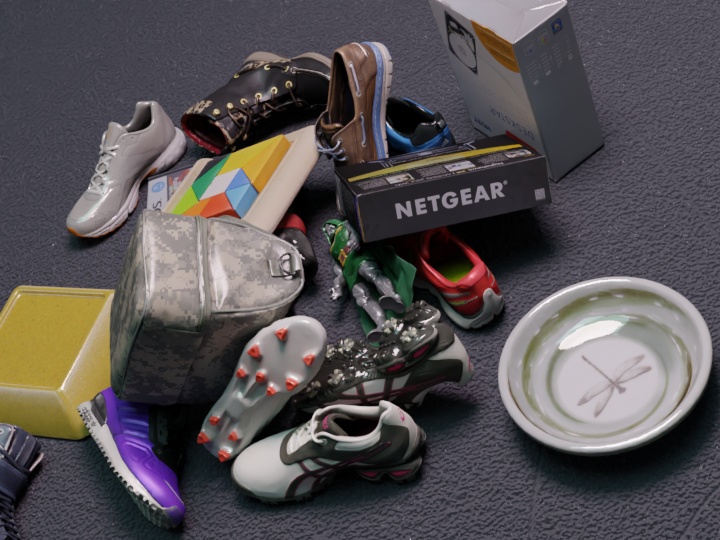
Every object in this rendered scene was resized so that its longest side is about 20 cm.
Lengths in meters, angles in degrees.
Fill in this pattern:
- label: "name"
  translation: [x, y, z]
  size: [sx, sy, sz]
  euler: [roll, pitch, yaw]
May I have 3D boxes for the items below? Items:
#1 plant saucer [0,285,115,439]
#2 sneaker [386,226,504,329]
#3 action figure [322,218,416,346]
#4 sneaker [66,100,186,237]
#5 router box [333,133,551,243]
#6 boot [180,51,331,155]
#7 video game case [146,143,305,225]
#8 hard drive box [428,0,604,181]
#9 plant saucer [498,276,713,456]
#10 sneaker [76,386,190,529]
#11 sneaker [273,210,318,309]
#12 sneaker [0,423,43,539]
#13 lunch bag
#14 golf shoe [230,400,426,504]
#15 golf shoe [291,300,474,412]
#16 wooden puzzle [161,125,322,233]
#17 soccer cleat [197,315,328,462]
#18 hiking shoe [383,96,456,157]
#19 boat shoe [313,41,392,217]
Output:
- label: "plant saucer"
  translation: [-0.356, 0.089, 1.554]
  size: [0.198, 0.049, 0.201]
  euler: [1, 50, 27]
- label: "sneaker"
  translation: [0.078, -0.023, 1.427]
  size: [0.077, 0.085, 0.200]
  euler: [-38, 45, -13]
- label: "action figure"
  translation: [0.000, 0.000, 1.445]
  size: [0.054, 0.119, 0.200]
  euler: [9, 26, -24]
- label: "sneaker"
  translation: [-0.306, -0.131, 1.702]
  size: [0.075, 0.092, 0.201]
  euler: [16, 58, 36]
- label: "router box"
  translation: [0.082, -0.089, 1.431]
  size: [0.198, 0.053, 0.157]
  euler: [-12, 16, -6]
- label: "boot"
  translation: [-0.117, -0.203, 1.677]
  size: [0.199, 0.074, 0.150]
  euler: [18, 50, 43]
- label: "video game case"
  translation: [-0.163, -0.070, 1.627]
  size: [0.198, 0.026, 0.182]
  euler: [-16, 45, 11]
- label: "hard drive box"
  translation: [0.169, -0.218, 1.483]
  size: [0.077, 0.201, 0.156]
  euler: [-38, 44, -11]
- label: "plant saucer"
  translation: [0.228, 0.096, 1.272]
  size: [0.198, 0.050, 0.201]
  euler: [-13, 46, 13]
- label: "sneaker"
  translation: [-0.211, 0.171, 1.394]
  size: [0.099, 0.070, 0.200]
  euler: [-34, 45, -11]
- label: "sneaker"
  translation: [-0.127, 0.025, 1.489]
  size: [0.200, 0.071, 0.098]
  euler: [-38, 53, -4]
- label: "sneaker"
  translation: [-0.361, 0.236, 1.398]
  size: [0.201, 0.077, 0.147]
  euler: [19, 62, 38]
- label: "lunch bag"
  translation: [-0.154, 0.043, 1.361]
  size: [0.166, 0.200, 0.140]
  euler: [7, 54, -17]
- label: "golf shoe"
  translation: [-0.039, 0.163, 1.309]
  size: [0.198, 0.088, 0.078]
  euler: [-14, 47, 15]
- label: "golf shoe"
  translation: [0.016, 0.108, 1.334]
  size: [0.199, 0.088, 0.078]
  euler: [-25, 31, 38]
- label: "wooden puzzle"
  translation: [-0.149, -0.090, 1.551]
  size: [0.199, 0.037, 0.186]
  euler: [-10, 37, 37]
- label: "soccer cleat"
  translation: [-0.091, 0.107, 1.332]
  size: [0.069, 0.200, 0.078]
  euler: [42, 32, 4]
- label: "hiking shoe"
  translation: [0.035, -0.171, 1.580]
  size: [0.199, 0.087, 0.074]
  euler: [22, 54, 37]
- label: "boat shoe"
  translation: [-0.015, -0.153, 1.524]
  size: [0.072, 0.202, 0.072]
  euler: [-5, 11, -38]
